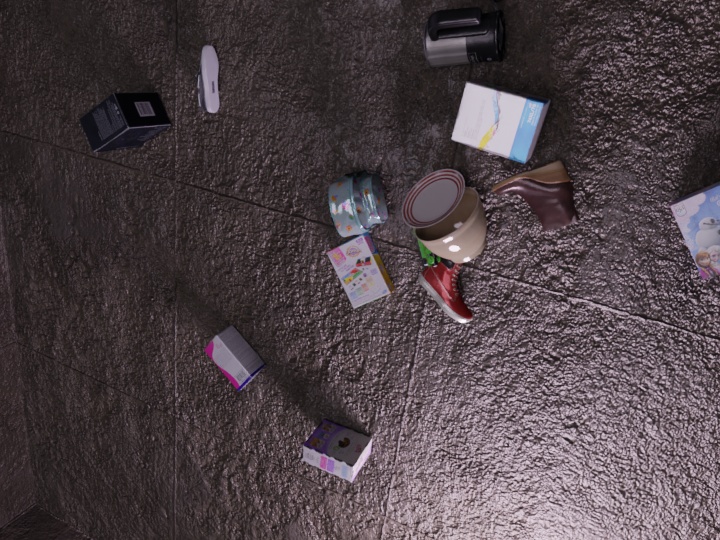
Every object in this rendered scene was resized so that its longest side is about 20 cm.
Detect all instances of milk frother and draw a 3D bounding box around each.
[{"bbox_3d":[0.260,-0.627,1.400,0.184,0.181,0.204,4,66,24],"label":"milk frother"}]

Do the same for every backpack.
[{"bbox_3d":[-0.009,-0.192,1.625,0.150,0.200,0.180,-6,104,27],"label":"backpack"}]

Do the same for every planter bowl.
[{"bbox_3d":[0.264,-0.109,1.542,0.197,0.203,0.135,-23,125,30],"label":"planter bowl"}]

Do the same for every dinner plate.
[{"bbox_3d":[0.201,-0.194,1.549,0.197,0.203,0.024,-22,134,30],"label":"dinner plate"}]

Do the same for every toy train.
[{"bbox_3d":[0.182,-0.108,1.630,0.056,0.041,0.205,-15,88,47],"label":"toy train"}]

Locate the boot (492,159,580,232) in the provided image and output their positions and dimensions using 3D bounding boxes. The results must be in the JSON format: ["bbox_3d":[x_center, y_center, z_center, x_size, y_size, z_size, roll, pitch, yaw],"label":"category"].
[{"bbox_3d":[0.457,-0.179,1.475,0.196,0.072,0.170,-15,98,25],"label":"boot"}]

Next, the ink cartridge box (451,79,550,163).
[{"bbox_3d":[0.351,-0.378,1.417,0.196,0.146,0.149,21,116,17],"label":"ink cartridge box"}]

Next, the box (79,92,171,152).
[{"bbox_3d":[-0.787,-0.499,1.900,0.194,0.199,0.126,-21,96,29],"label":"box"}]

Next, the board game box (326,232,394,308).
[{"bbox_3d":[0.000,0.000,1.778,0.151,0.040,0.203,-22,96,30],"label":"board game box"}]

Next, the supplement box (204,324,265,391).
[{"bbox_3d":[-0.461,0.320,2.077,0.201,0.103,0.101,48,121,2],"label":"supplement box"}]

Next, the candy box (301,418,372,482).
[{"bbox_3d":[-0.079,0.618,1.954,0.196,0.167,0.073,16,114,20],"label":"candy box"}]

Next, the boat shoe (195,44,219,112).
[{"bbox_3d":[-0.494,-0.610,1.799,0.066,0.072,0.204,13,119,20],"label":"boat shoe"}]

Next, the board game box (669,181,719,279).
[{"bbox_3d":[0.864,-0.108,1.318,0.198,0.043,0.202,-26,93,31],"label":"board game box"}]

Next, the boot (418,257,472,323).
[{"bbox_3d":[0.280,0.043,1.642,0.200,0.072,0.145,47,119,9],"label":"boot"}]
